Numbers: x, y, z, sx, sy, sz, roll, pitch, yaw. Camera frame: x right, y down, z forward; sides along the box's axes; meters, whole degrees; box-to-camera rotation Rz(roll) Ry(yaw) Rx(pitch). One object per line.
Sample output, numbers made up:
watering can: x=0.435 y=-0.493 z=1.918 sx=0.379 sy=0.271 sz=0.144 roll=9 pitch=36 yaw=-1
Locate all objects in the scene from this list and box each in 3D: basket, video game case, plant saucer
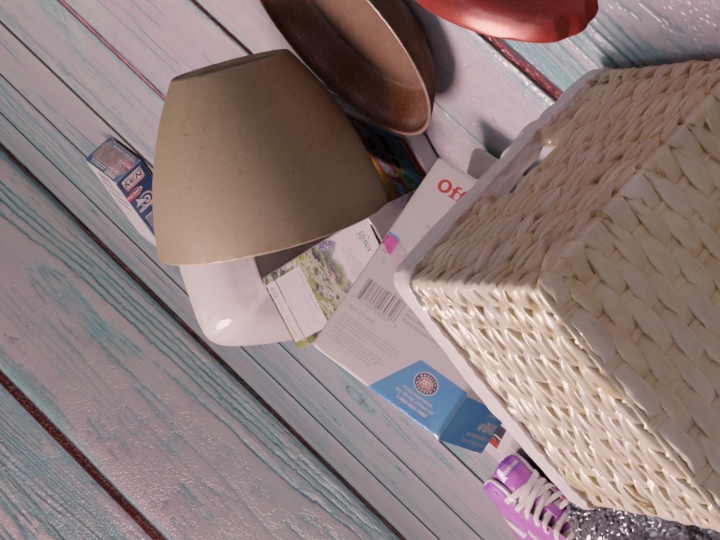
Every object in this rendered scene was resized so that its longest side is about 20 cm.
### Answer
basket: x=0.165 y=0.009 z=0.760 sx=0.200 sy=0.198 sz=0.161 roll=50 pitch=162 yaw=-15
video game case: x=0.018 y=-0.102 z=1.247 sx=0.200 sy=0.017 sz=0.143 roll=30 pitch=159 yaw=49
plant saucer: x=-0.009 y=-0.190 z=1.030 sx=0.200 sy=0.037 sz=0.200 roll=43 pitch=167 yaw=12

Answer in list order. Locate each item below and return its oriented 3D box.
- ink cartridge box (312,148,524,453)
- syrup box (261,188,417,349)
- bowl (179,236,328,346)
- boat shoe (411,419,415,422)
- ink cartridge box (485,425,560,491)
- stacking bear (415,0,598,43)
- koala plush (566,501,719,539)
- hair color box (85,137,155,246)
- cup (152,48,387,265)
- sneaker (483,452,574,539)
ink cartridge box: x=0.086 y=0.020 z=1.051 sx=0.128 sy=0.200 sz=0.125 roll=36 pitch=-179 yaw=25
syrup box: x=0.000 y=0.000 z=1.224 sx=0.200 sy=0.081 sz=0.079 roll=-29 pitch=88 yaw=54
bowl: x=-0.085 y=-0.034 z=1.360 sx=0.075 sy=0.199 sz=0.201 roll=-28 pitch=74 yaw=46
boat shoe: x=0.041 y=0.067 z=1.349 sx=0.066 sy=0.074 sz=0.200 roll=-119 pitch=3 yaw=-61
ink cartridge box: x=0.181 y=0.153 z=1.363 sx=0.200 sy=0.084 sz=0.176 roll=42 pitch=164 yaw=13
stacking bear: x=0.057 y=-0.220 z=0.596 sx=0.113 sy=0.122 sz=0.200 roll=13 pitch=141 yaw=23
koala plush: x=0.235 y=0.130 z=0.997 sx=0.177 sy=0.184 sz=0.200 roll=36 pitch=152 yaw=34
hair color box: x=-0.366 y=-0.121 z=2.251 sx=0.100 sy=0.061 sz=0.200 roll=34 pitch=163 yaw=39
cup: x=-0.091 y=-0.103 z=1.130 sx=0.200 sy=0.200 sz=0.144 roll=15 pitch=123 yaw=65
sneaker: x=0.177 y=0.233 z=1.295 sx=0.114 sy=0.073 sz=0.200 roll=52 pitch=163 yaw=-12
